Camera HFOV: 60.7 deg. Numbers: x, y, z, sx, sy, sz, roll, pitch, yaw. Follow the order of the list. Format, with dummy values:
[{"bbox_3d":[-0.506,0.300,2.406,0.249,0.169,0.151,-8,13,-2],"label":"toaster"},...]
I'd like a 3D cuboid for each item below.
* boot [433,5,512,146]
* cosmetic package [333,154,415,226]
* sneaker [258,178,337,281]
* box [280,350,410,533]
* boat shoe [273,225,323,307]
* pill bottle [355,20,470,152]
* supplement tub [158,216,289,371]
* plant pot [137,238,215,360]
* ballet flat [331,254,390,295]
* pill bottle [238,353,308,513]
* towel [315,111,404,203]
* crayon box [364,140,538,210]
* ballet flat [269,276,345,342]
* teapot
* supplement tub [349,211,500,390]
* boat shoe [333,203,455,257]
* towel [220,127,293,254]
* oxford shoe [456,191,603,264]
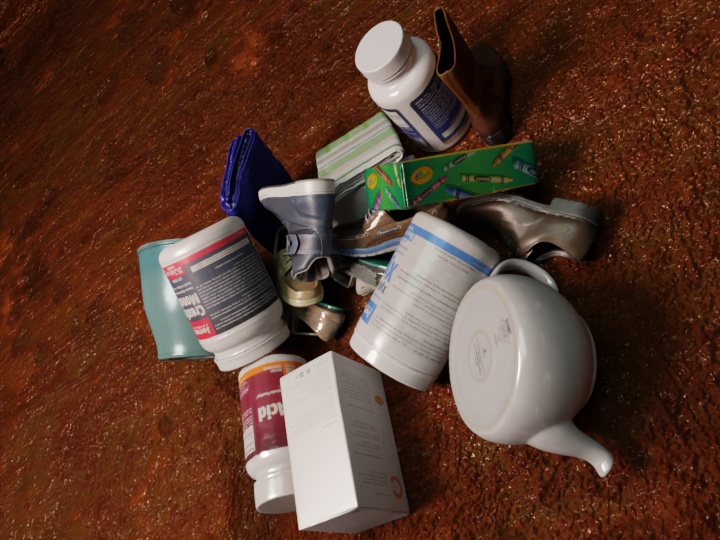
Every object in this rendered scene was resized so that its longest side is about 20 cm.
[{"bbox_3d":[0.147,-0.298,0.877,0.067,0.199,0.192,-12,63,33],"label":"boot"},{"bbox_3d":[-0.001,-0.119,0.987,0.197,0.051,0.083,-17,23,31],"label":"cosmetic package"},{"bbox_3d":[-0.098,-0.059,0.939,0.201,0.076,0.149,7,103,61],"label":"sneaker"},{"bbox_3d":[-0.023,0.231,0.821,0.097,0.124,0.203,-29,54,24],"label":"box"},{"bbox_3d":[-0.109,-0.011,0.993,0.073,0.068,0.200,-12,30,-15],"label":"boat shoe"},{"bbox_3d":[0.080,-0.273,0.919,0.110,0.199,0.113,-16,61,31],"label":"pill bottle"},{"bbox_3d":[-0.203,0.034,0.937,0.138,0.140,0.203,-19,101,29],"label":"supplement tub"},{"bbox_3d":[-0.284,0.058,1.072,0.197,0.199,0.192,-11,79,34],"label":"plant pot"},{"bbox_3d":[0.000,0.000,0.958,0.199,0.072,0.073,24,85,42],"label":"ballet flat"},{"bbox_3d":[-0.115,0.236,0.897,0.113,0.114,0.203,-29,55,24],"label":"pill bottle"},{"bbox_3d":[-0.004,-0.188,1.005,0.147,0.031,0.201,-29,28,10],"label":"towel"},{"bbox_3d":[0.117,-0.124,0.808,0.118,0.196,0.060,-168,67,-68],"label":"crayon box"},{"bbox_3d":[-0.109,0.065,1.006,0.198,0.067,0.069,21,94,43],"label":"ballet flat"},{"bbox_3d":[0.198,0.098,0.702,0.197,0.143,0.204,-152,68,-71],"label":"teapot"},{"bbox_3d":[0.085,0.038,0.811,0.131,0.131,0.202,32,95,42],"label":"supplement tub"},{"bbox_3d":[0.041,-0.072,0.910,0.196,0.073,0.073,-7,31,15],"label":"boat shoe"},{"bbox_3d":[-0.172,-0.127,1.048,0.049,0.200,0.151,5,71,20],"label":"towel"},{"bbox_3d":[0.207,-0.052,0.806,0.198,0.072,0.086,14,80,41],"label":"oxford shoe"}]
